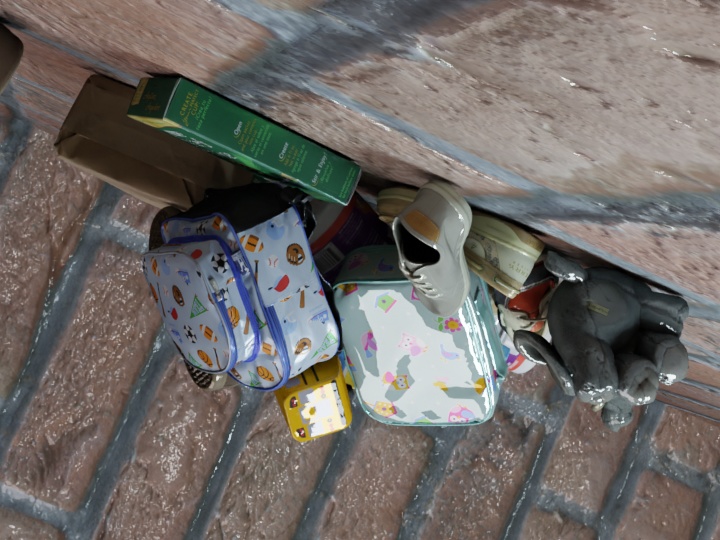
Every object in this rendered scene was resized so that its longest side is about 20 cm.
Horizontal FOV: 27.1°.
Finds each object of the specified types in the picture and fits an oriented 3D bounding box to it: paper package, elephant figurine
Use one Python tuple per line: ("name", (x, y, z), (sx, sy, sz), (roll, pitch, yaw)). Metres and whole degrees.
("paper package", (-0.203, -0.119, 1.658), (0.190, 0.104, 0.200), (23, 177, 20))
("elephant figurine", (0.216, 0.073, 1.416), (0.141, 0.156, 0.200), (1, 173, -11))

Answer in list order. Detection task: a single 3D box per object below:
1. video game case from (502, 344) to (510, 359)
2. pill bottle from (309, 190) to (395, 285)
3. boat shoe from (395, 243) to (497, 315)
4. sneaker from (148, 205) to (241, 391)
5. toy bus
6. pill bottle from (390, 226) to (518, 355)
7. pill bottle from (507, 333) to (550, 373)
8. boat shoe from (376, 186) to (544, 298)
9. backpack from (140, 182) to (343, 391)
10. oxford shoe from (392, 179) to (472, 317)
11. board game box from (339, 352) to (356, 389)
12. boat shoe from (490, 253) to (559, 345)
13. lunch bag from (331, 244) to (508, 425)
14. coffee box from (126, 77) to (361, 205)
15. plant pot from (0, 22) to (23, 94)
("video game case", (0.060, 0.074, 1.748), (0.200, 0.018, 0.143), (28, 153, -7))
("pill bottle", (0.000, 0.000, 1.601), (0.200, 0.111, 0.111), (46, 168, -25))
("boat shoe", (0.128, 0.001, 1.588), (0.200, 0.072, 0.065), (16, 161, -35))
("sneaker", (-0.163, 0.028, 1.568), (0.075, 0.201, 0.070), (-8, 167, -42))
("toy bus", (-0.060, 0.096, 1.566), (0.078, 0.065, 0.200), (-18, -151, -7))
("pill bottle", (0.109, 0.024, 1.762), (0.199, 0.111, 0.111), (23, 178, 2))
("pill bottle", (0.143, 0.047, 1.909), (0.199, 0.113, 0.112), (23, 178, -9))
("boat shoe", (0.081, -0.030, 1.397), (0.073, 0.063, 0.200), (25, 177, -42))
("backpack", (-0.109, 0.022, 1.448), (0.191, 0.154, 0.200), (61, 158, -15))
("oxford shoe", (0.059, -0.009, 1.327), (0.075, 0.058, 0.200), (37, 159, 18))
("board game box", (0.039, 0.116, 1.696), (0.199, 0.040, 0.153), (11, -178, 25))
("boat shoe", (0.167, 0.032, 1.493), (0.071, 0.063, 0.200), (-17, 167, -2))
("lunch bag", (0.064, 0.068, 1.516), (0.160, 0.077, 0.200), (-4, 125, 18))
("coffee box", (-0.111, -0.122, 1.402), (0.200, 0.044, 0.123), (24, 177, -27))
("plant pot", (-0.455, -0.205, 1.439), (0.175, 0.200, 0.200), (43, 168, -28))
